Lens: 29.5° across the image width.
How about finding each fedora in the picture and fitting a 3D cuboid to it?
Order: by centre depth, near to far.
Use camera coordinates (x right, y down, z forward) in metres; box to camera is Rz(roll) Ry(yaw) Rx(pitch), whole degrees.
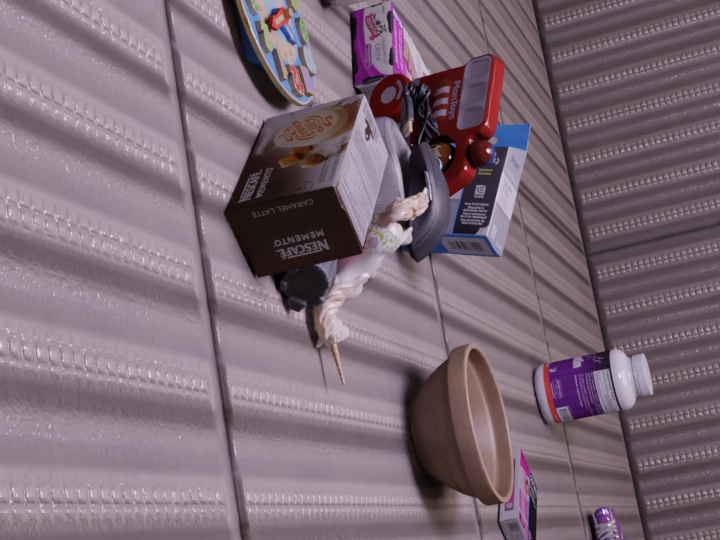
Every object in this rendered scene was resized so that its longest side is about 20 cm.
[{"bbox_3d":[0.014,-0.111,1.610,0.177,0.090,0.200,5,72,-72],"label":"fedora"}]

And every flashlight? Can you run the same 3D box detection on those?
[{"bbox_3d":[-0.039,-0.043,1.429,0.200,0.068,0.068,-77,145,-57],"label":"flashlight"}]

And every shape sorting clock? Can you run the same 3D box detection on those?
[{"bbox_3d":[-0.093,-0.276,1.487,0.200,0.039,0.200,-13,90,-73],"label":"shape sorting clock"}]

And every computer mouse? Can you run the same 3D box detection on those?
[{"bbox_3d":[0.077,-0.118,1.573,0.140,0.046,0.200,61,30,-62],"label":"computer mouse"}]

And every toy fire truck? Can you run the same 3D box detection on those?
[{"bbox_3d":[0.100,-0.172,1.736,0.112,0.168,0.200,33,57,-41],"label":"toy fire truck"}]

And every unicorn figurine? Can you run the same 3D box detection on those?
[{"bbox_3d":[0.000,0.000,1.457,0.137,0.074,0.200,-47,160,-71],"label":"unicorn figurine"}]

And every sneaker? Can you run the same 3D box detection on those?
[{"bbox_3d":[0.478,0.525,2.651,0.200,0.073,0.114,-61,131,-80],"label":"sneaker"}]

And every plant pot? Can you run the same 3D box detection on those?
[{"bbox_3d":[0.120,0.197,1.708,0.201,0.093,0.201,-13,90,-73],"label":"plant pot"}]

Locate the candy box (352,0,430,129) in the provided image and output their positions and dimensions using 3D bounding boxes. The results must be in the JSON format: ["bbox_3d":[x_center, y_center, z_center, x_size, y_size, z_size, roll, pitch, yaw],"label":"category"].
[{"bbox_3d":[0.053,-0.256,1.898,0.200,0.061,0.137,54,29,-53],"label":"candy box"}]

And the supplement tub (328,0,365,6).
[{"bbox_3d":[-0.008,-0.449,1.734,0.132,0.132,0.200,-61,136,-66],"label":"supplement tub"}]

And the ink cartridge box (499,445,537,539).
[{"bbox_3d":[0.242,0.343,2.086,0.200,0.037,0.095,-82,153,-55],"label":"ink cartridge box"}]

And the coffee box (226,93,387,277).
[{"bbox_3d":[-0.048,-0.088,1.356,0.200,0.114,0.080,-75,147,-56],"label":"coffee box"}]

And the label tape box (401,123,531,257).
[{"bbox_3d":[0.135,-0.122,1.820,0.066,0.143,0.200,44,55,-54],"label":"label tape box"}]

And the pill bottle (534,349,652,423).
[{"bbox_3d":[0.424,0.208,2.484,0.112,0.200,0.113,-14,90,-73],"label":"pill bottle"}]
